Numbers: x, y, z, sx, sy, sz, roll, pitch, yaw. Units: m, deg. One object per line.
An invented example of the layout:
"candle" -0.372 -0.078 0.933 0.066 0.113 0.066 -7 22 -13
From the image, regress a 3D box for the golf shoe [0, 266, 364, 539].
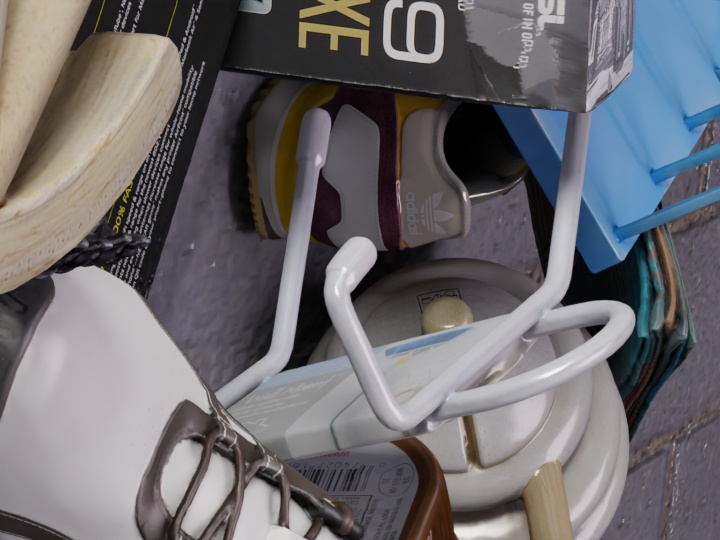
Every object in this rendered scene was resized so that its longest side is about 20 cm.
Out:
"golf shoe" -0.041 0.060 0.777 0.078 0.094 0.200 -65 154 -21

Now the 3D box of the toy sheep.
"toy sheep" 0.036 0.064 1.087 0.200 0.138 0.138 95 13 -62

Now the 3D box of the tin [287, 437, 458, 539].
"tin" -0.035 0.108 0.922 0.200 0.112 0.042 -67 147 -58

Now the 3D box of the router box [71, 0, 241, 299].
"router box" -0.099 -0.028 0.788 0.149 0.051 0.200 52 52 -64

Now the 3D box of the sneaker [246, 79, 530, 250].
"sneaker" 0.034 -0.068 1.080 0.200 0.090 0.075 -58 150 -46

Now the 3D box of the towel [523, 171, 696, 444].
"towel" 0.084 -0.038 1.160 0.147 0.022 0.200 108 -28 -66

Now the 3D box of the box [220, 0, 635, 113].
"box" 0.003 -0.154 0.867 0.050 0.157 0.200 -39 135 -62

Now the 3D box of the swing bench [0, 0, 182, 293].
"swing bench" -0.127 -0.095 0.473 0.130 0.198 0.200 43 59 -66

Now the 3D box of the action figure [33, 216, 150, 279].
"action figure" -0.092 -0.095 0.662 0.119 0.102 0.200 -14 95 -45

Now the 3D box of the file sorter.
"file sorter" 0.123 -0.120 1.047 0.139 0.123 0.200 58 33 -13

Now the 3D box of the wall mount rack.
"wall mount rack" 0.000 0.000 0.910 0.174 0.200 0.075 -39 109 -50
